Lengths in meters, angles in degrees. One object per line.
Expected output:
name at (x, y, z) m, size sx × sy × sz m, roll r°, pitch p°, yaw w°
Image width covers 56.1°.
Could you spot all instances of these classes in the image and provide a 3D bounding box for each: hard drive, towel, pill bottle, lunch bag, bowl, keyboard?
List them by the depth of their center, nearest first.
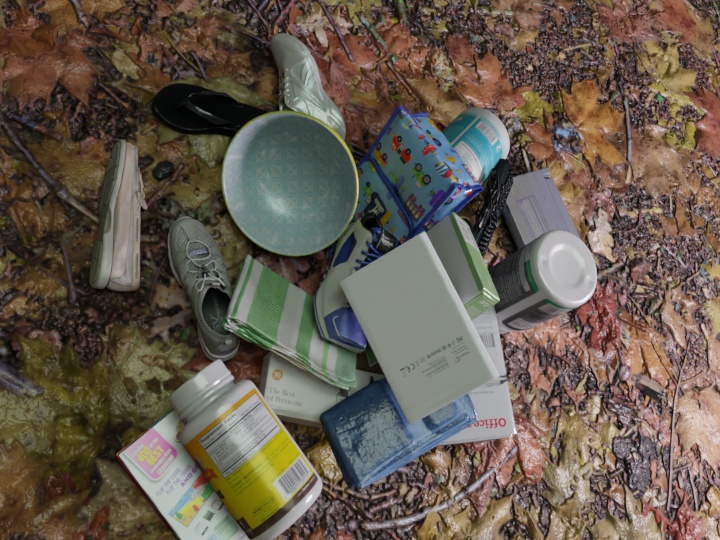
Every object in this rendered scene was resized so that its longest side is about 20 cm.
pill bottle at (-0.141, 0.211, 0.806) m, size 0.108 × 0.109 × 0.202 m, roll -35°, pitch 87°, yaw -28°
hard drive at (0.073, 0.073, 0.867) m, size 0.130 × 0.027 × 0.204 m, roll -29°, pitch 82°, yaw 10°
towel at (0.050, 0.195, 0.896) m, size 0.196 × 0.049 × 0.113 m, roll -26°, pitch 76°, yaw -14°
towel at (-0.086, 0.070, 0.923) m, size 0.197 × 0.024 × 0.154 m, roll 31°, pitch 30°, yaw -17°
bowl at (-0.093, -0.135, 0.982) m, size 0.198 × 0.202 × 0.108 m, roll 35°, pitch 20°, yaw -7°
lunch bag at (0.057, -0.114, 1.015) m, size 0.093 × 0.200 × 0.152 m, roll -7°, pitch 57°, yaw -54°
pill bottle at (0.256, 0.026, 1.032) m, size 0.110 × 0.200 × 0.116 m, roll 7°, pitch 69°, yaw -20°
keyboard at (0.215, -0.080, 1.094) m, size 0.039 × 0.104 × 0.204 m, roll 14°, pitch 72°, yaw 30°
pill bottle at (0.152, -0.171, 1.109) m, size 0.111 × 0.111 × 0.200 m, roll 46°, pitch 62°, yaw -1°

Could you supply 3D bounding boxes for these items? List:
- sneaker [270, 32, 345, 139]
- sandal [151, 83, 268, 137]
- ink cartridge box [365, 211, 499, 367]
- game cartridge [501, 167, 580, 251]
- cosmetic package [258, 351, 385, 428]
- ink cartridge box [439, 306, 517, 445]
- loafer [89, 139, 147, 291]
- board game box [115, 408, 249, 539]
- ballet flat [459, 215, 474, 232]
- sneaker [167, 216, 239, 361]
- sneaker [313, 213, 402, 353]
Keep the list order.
sneaker at (-0.099, -0.282, 1.067) m, size 0.079 × 0.070 × 0.204 m, roll -26°, pitch 84°, yaw -25°
sandal at (-0.212, -0.240, 1.019) m, size 0.195 × 0.043 × 0.078 m, roll 9°, pitch 69°, yaw -20°
ink cartridge box at (0.084, 0.033, 0.949) m, size 0.048 × 0.199 × 0.148 m, roll 30°, pitch 32°, yaw -40°
game cartridge at (0.318, -0.074, 1.190) m, size 0.127 × 0.038 × 0.205 m, roll -17°, pitch 79°, yaw -22°
cosmetic package at (-0.043, 0.175, 0.940) m, size 0.195 × 0.051 × 0.085 m, roll 14°, pitch 66°, yaw -18°
ink cartridge box at (0.135, 0.152, 1.002) m, size 0.141 × 0.084 × 0.206 m, roll 0°, pitch 72°, yaw -21°
loafer at (-0.317, -0.071, 0.909) m, size 0.062 × 0.071 × 0.206 m, roll 14°, pitch 72°, yaw -35°
board game box at (-0.187, 0.263, 0.854) m, size 0.152 × 0.040 × 0.202 m, roll -37°, pitch 89°, yaw -29°
ballet flat at (0.114, -0.021, 1.065) m, size 0.068 × 0.067 × 0.200 m, roll 43°, pitch 62°, yaw -2°
sneaker at (-0.201, 0.016, 0.911) m, size 0.073 × 0.082 × 0.204 m, roll -19°, pitch 80°, yaw -27°
sneaker at (0.000, -0.001, 0.939) m, size 0.079 × 0.115 × 0.204 m, roll 22°, pitch 55°, yaw -28°
